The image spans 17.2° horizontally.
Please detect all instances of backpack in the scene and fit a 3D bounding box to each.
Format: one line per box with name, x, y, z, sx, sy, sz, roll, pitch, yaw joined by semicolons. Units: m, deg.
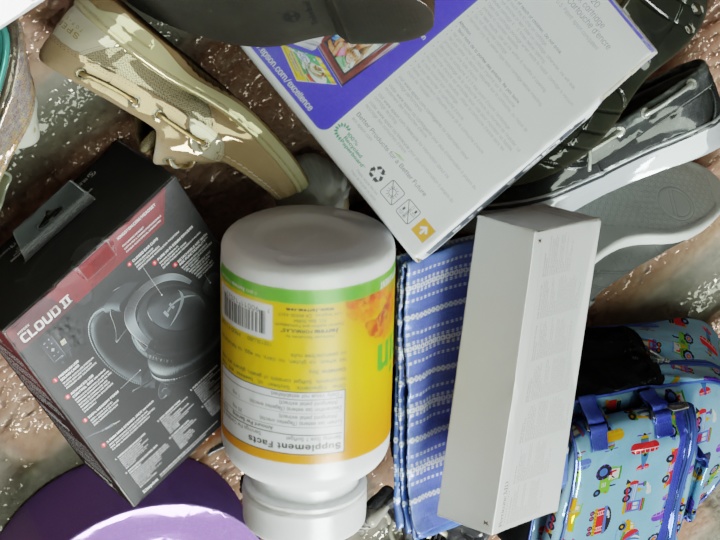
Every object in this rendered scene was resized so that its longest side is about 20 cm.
backpack;0.199;0.129;1.758;0.198;0.135;0.184;-6;126;-28

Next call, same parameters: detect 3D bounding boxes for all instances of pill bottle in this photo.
pill bottle;-0.035;0.070;1.524;0.110;0.111;0.202;-8;115;-21

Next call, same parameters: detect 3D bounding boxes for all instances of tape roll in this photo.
tape roll;-0.164;0.229;1.691;0.198;0.066;0.201;-13;127;-18

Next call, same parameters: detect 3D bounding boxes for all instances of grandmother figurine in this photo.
grandmother figurine;0.000;0.000;1.628;0.122;0.060;0.200;-52;130;-23

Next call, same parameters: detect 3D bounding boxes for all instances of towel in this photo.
towel;0.085;0.072;1.582;0.144;0.024;0.202;-14;114;-31

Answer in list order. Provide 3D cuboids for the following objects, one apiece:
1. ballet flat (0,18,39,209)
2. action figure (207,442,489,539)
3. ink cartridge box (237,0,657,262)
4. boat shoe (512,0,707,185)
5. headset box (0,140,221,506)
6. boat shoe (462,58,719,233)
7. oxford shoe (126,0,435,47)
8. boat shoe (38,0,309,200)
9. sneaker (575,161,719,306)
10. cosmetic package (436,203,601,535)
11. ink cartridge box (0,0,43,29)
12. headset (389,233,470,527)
ballet flat;-0.237;-0.074;1.464;0.067;0.068;0.201;-1;129;-48
action figure;-0.008;0.142;1.676;0.199;0.103;0.119;31;146;-21
ink cartridge box;0.049;-0.144;1.488;0.200;0.043;0.199;-40;88;6
boat shoe;0.142;-0.134;1.583;0.200;0.074;0.076;-40;119;-9
headset box;-0.155;0.029;1.535;0.149;0.077;0.201;-44;130;-14
boat shoe;0.153;-0.088;1.627;0.198;0.074;0.069;-20;114;4
oxford shoe;-0.050;-0.182;1.454;0.198;0.072;0.071;3;152;7
boat shoe;-0.116;-0.099;1.492;0.200;0.071;0.065;39;92;-29
sneaker;0.171;-0.015;1.698;0.199;0.071;0.099;-24;157;-31
cosmetic package;0.101;0.062;1.539;0.082;0.050;0.202;-11;112;-55
ink cartridge box;-0.194;-0.240;1.351;0.199;0.084;0.145;-34;129;-2
headset;0.081;0.076;1.625;0.123;0.094;0.202;-9;97;-38
